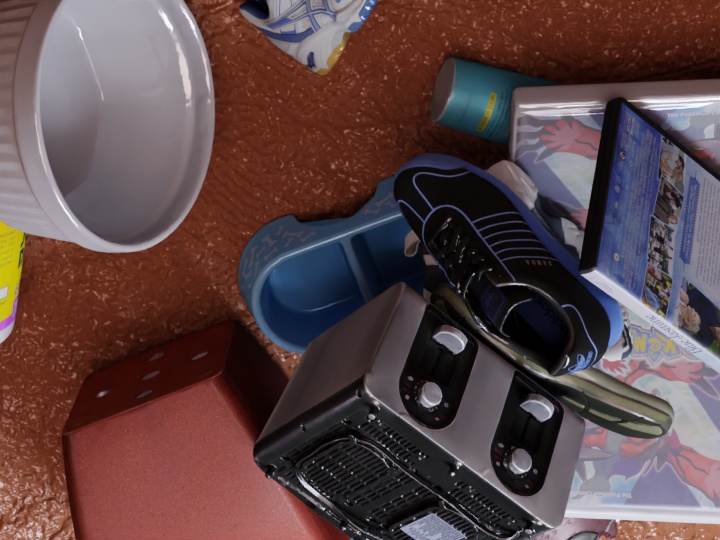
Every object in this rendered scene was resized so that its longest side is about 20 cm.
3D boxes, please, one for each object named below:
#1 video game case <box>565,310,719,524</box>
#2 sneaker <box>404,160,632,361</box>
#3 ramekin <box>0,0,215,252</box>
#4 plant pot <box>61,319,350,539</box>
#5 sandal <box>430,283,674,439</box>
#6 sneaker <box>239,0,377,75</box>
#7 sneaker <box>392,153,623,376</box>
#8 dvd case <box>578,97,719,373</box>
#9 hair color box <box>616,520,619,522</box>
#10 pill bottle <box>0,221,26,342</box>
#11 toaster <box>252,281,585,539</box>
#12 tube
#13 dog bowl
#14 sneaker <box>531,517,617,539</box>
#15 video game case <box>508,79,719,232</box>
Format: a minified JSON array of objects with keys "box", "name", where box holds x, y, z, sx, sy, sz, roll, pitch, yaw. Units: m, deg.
[{"box":[0.216,0.104,1.408,0.198,0.023,0.184,5,72,-16],"name":"video game case"},{"box":[0.111,0.016,1.361,0.129,0.080,0.199,-28,131,26],"name":"sneaker"},{"box":[-0.201,-0.114,1.266,0.104,0.200,0.201,1,121,32],"name":"ramekin"},{"box":[-0.131,0.157,1.409,0.198,0.200,0.177,-21,106,7],"name":"plant pot"},{"box":[0.140,0.059,1.306,0.200,0.080,0.058,27,75,-7],"name":"sandal"},{"box":[-0.030,-0.208,1.252,0.088,0.076,0.200,29,149,-7],"name":"sneaker"},{"box":[0.090,-0.006,1.240,0.200,0.078,0.070,39,124,16],"name":"sneaker"},{"box":[0.235,-0.016,1.293,0.199,0.144,0.017,33,147,-33],"name":"dvd case"},{"box":[0.135,0.138,1.480,0.100,0.061,0.200,-33,113,12],"name":"hair color box"},{"box":[-0.300,-0.046,1.341,0.103,0.104,0.201,9,116,-8],"name":"pill bottle"},{"box":[0.039,0.125,1.289,0.180,0.119,0.200,37,142,-14],"name":"toaster"},{"box":[0.153,-0.113,1.372,0.198,0.051,0.078,13,124,-15],"name":"tube"},{"box":[0.000,0.000,1.411,0.199,0.050,0.112,-19,116,7],"name":"dog bowl"},{"box":[0.114,0.215,1.433,0.198,0.076,0.116,-15,107,4],"name":"sneaker"},{"box":[0.210,-0.068,1.363,0.198,0.023,0.183,-2,137,-1],"name":"video game case"}]
